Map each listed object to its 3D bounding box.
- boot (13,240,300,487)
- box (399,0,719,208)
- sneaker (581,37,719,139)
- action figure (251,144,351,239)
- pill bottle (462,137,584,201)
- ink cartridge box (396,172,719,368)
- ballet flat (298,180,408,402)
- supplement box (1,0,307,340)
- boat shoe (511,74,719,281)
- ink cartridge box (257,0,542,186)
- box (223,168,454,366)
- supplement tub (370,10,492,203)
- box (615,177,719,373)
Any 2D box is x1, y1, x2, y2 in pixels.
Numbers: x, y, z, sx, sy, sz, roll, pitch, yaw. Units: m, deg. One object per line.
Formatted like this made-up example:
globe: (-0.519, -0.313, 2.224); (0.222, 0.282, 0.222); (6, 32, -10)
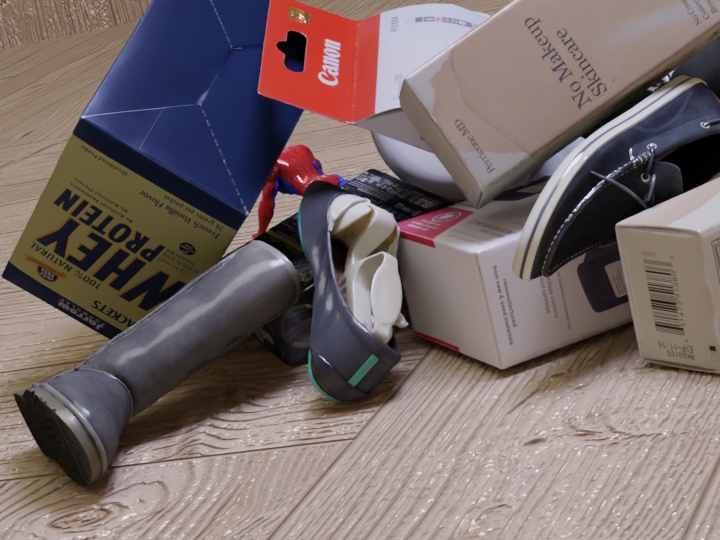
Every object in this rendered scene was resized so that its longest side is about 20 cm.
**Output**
boot: (-0.123, 0.056, 1.478); (0.199, 0.073, 0.182); (-27, 16, -14)
box: (0.131, -0.137, 1.460); (0.199, 0.095, 0.078); (-37, -4, -5)
sneaker: (0.228, -0.131, 1.563); (0.199, 0.092, 0.076); (-11, 12, -29)
action figure: (-0.023, -0.040, 1.860); (0.199, 0.100, 0.065); (27, 36, 36)
pill bottle: (0.181, -0.078, 1.666); (0.199, 0.115, 0.114); (-21, 15, -27)
ink cartridge box: (0.142, -0.013, 1.514); (0.199, 0.085, 0.145); (-18, 14, -19)
ballet flat: (0.000, 0.000, 1.501); (0.072, 0.073, 0.201); (-12, 43, 9)
supplement box: (-0.139, -0.082, 1.647); (0.200, 0.134, 0.201); (-54, 8, 48)
boat shoe: (0.169, -0.052, 1.406); (0.062, 0.075, 0.200); (38, 55, 23)
ink cartridge box: (0.034, -0.144, 1.577); (0.199, 0.057, 0.163); (22, 30, -12)
box: (-0.020, -0.008, 1.665); (0.161, 0.049, 0.200); (-30, 16, -11)
supplement tub: (0.091, -0.123, 1.801); (0.144, 0.146, 0.200); (-11, -4, 11)
box: (0.260, -0.016, 1.393); (0.199, 0.096, 0.078); (-22, 17, -33)
